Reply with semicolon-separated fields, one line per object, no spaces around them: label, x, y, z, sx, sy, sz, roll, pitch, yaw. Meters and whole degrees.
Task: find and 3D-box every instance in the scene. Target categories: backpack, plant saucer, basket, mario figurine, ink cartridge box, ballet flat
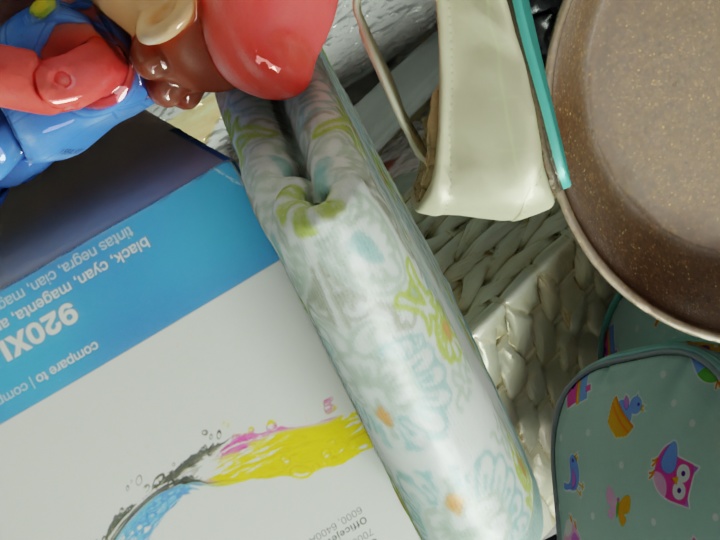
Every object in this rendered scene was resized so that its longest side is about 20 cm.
backpack;0.169;0.081;1.140;0.153;0.201;0.176;7;165;-31
plant saucer;0.155;-0.072;0.996;0.200;0.201;0.037;-33;-156;-4
basket;0.056;0.014;1.233;0.136;0.123;0.200;-44;146;-18
mario figurine;-0.096;-0.086;0.932;0.200;0.106;0.124;-30;-151;17
ink cartridge box;-0.085;0.066;1.037;0.144;0.200;0.147;-30;-162;-12
ballet flat;0.026;-0.112;0.917;0.069;0.201;0.069;-9;-170;2

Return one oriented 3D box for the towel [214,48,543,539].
towel;0.000;0.000;0.984;0.048;0.200;0.171;-28;121;4

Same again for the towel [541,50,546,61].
towel;0.162;-0.143;1.203;0.200;0.086;0.166;-28;161;-13

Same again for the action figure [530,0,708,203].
action figure;0.129;-0.090;1.052;0.119;0.102;0.200;-47;140;12
